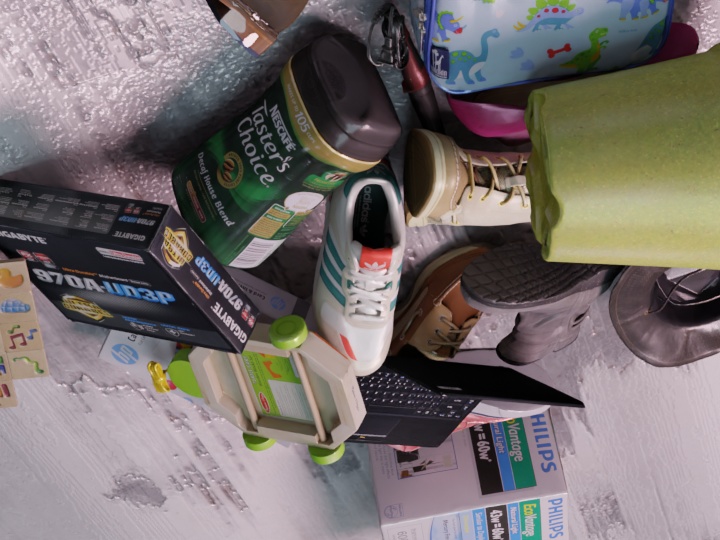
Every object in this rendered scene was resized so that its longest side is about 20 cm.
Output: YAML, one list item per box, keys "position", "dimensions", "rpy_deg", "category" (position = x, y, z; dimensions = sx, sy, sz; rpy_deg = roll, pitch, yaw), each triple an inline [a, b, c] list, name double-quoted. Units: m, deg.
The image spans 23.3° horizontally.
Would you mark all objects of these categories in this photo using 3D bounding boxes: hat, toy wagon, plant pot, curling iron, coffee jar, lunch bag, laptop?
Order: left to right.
- position: [-0.095, 0.096, 1.536]
  dimensions: [0.199, 0.040, 0.156]
  rpy_deg: [8, 135, 26]
  category: "toy wagon"
- position: [-0.058, -0.095, 1.397]
  dimensions: [0.200, 0.105, 0.085]
  rpy_deg: [-39, 151, 31]
  category: "coffee jar"
- position: [0.040, -0.148, 1.408]
  dimensions: [0.025, 0.050, 0.200]
  rpy_deg: [12, 159, 21]
  category: "curling iron"
- position: [0.072, 0.138, 1.608]
  dimensions: [0.176, 0.104, 0.200]
  rpy_deg: [8, 136, -36]
  category: "laptop"
- position: [0.136, -0.218, 1.308]
  dimensions: [0.198, 0.083, 0.161]
  rpy_deg: [-6, 140, -8]
  category: "lunch bag"
- position: [0.222, -0.080, 1.326]
  dimensions: [0.183, 0.202, 0.201]
  rpy_deg: [-4, 143, -1]
  category: "plant pot"
- position: [0.312, -0.002, 1.630]
  dimensions: [0.199, 0.081, 0.201]
  rpy_deg: [-9, 138, -8]
  category: "hat"

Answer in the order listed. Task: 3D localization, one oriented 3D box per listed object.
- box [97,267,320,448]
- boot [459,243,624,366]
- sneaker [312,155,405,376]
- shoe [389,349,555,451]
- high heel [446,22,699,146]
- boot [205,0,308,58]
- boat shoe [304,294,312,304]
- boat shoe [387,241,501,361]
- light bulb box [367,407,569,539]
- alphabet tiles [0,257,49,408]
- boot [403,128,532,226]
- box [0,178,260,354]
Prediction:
- position: [-0.122, 0.065, 1.583]
  dimensions: [0.199, 0.041, 0.156]
  rpy_deg: [27, 134, -6]
  category: "box"
- position: [0.154, 0.040, 1.600]
  dimensions: [0.199, 0.070, 0.132]
  rpy_deg: [-9, 140, -37]
  category: "boot"
- position: [0.000, 0.000, 1.470]
  dimensions: [0.070, 0.093, 0.202]
  rpy_deg: [2, 104, -8]
  category: "sneaker"
- position: [0.091, 0.133, 1.764]
  dimensions: [0.198, 0.072, 0.091]
  rpy_deg: [2, 144, -10]
  category: "shoe"
- position: [0.169, -0.156, 1.401]
  dimensions: [0.199, 0.068, 0.096]
  rpy_deg: [-28, 150, 26]
  category: "high heel"
- position: [-0.096, -0.245, 1.241]
  dimensions: [0.097, 0.075, 0.200]
  rpy_deg: [-39, 138, 7]
  category: "boot"
- position: [-0.035, 0.058, 1.631]
  dimensions: [0.200, 0.069, 0.071]
  rpy_deg: [-31, 101, 42]
  category: "boat shoe"
- position: [0.074, 0.053, 1.646]
  dimensions: [0.075, 0.074, 0.200]
  rpy_deg: [18, 135, -33]
  category: "boat shoe"
- position: [0.119, 0.251, 1.873]
  dimensions: [0.198, 0.126, 0.199]
  rpy_deg: [-10, 143, 1]
  category: "light bulb box"
- position: [-0.357, 0.048, 1.487]
  dimensions: [0.165, 0.006, 0.201]
  rpy_deg: [-5, 131, -3]
  category: "alphabet tiles"
- position: [0.114, -0.075, 1.433]
  dimensions: [0.153, 0.073, 0.200]
  rpy_deg: [-1, 173, -1]
  category: "boot"
- position: [-0.200, -0.003, 1.444]
  dimensions: [0.199, 0.046, 0.159]
  rpy_deg: [10, 151, 33]
  category: "box"
